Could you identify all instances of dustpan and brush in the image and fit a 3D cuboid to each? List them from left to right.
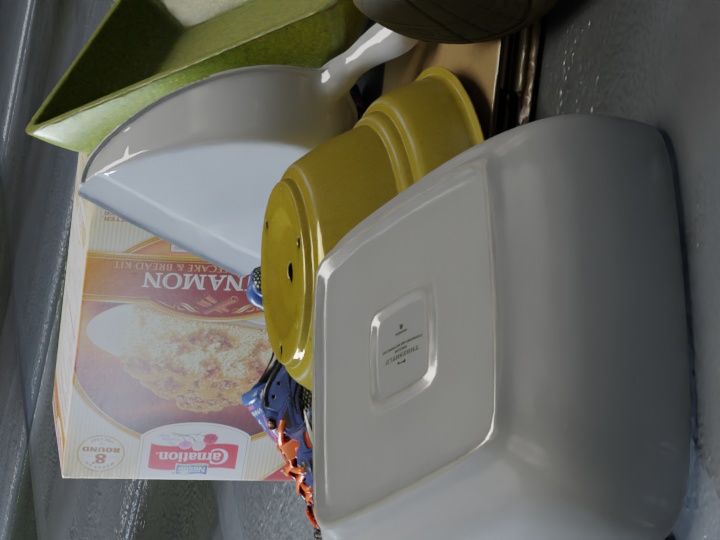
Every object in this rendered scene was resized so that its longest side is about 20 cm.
[{"bbox_3d":[-0.033,-0.078,1.381,0.200,0.139,0.057,-26,53,33],"label":"dustpan and brush"}]

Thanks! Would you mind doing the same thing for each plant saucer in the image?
[{"bbox_3d":[-0.064,-0.135,1.472,0.048,0.200,0.200,59,-153,-21],"label":"plant saucer"}]

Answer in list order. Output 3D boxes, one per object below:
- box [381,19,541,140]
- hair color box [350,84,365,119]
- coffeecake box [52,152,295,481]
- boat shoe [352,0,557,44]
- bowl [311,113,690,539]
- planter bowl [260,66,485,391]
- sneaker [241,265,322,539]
[{"bbox_3d":[0.046,-0.088,1.355,0.200,0.021,0.164,-165,81,-74],"label":"box"},{"bbox_3d":[-0.067,-0.022,1.592,0.061,0.100,0.200,-103,25,-49],"label":"hair color box"},{"bbox_3d":[-0.091,0.024,1.533,0.073,0.153,0.200,-105,20,-51],"label":"coffeecake box"},{"bbox_3d":[0.068,-0.158,1.209,0.201,0.072,0.066,-22,48,58],"label":"boat shoe"},{"bbox_3d":[0.044,0.040,1.113,0.200,0.074,0.200,-32,51,49],"label":"bowl"},{"bbox_3d":[0.000,0.000,1.305,0.200,0.083,0.201,179,90,-75],"label":"planter bowl"},{"bbox_3d":[-0.026,0.082,1.430,0.075,0.078,0.201,147,120,-73],"label":"sneaker"}]
